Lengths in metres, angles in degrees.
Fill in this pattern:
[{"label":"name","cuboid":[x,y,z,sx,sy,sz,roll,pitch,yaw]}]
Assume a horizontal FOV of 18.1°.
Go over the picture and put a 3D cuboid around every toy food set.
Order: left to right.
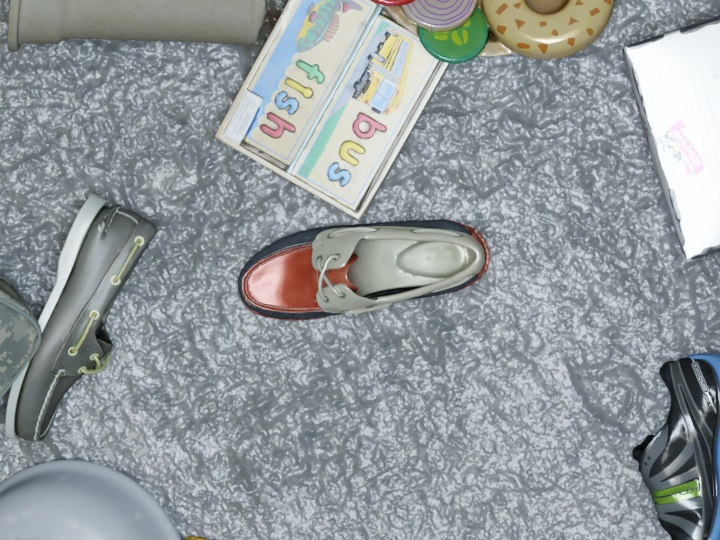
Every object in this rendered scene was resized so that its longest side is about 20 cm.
[{"label":"toy food set","cuboid":[0.091,-0.252,1.681,0.197,0.049,0.201,0,85,0]}]

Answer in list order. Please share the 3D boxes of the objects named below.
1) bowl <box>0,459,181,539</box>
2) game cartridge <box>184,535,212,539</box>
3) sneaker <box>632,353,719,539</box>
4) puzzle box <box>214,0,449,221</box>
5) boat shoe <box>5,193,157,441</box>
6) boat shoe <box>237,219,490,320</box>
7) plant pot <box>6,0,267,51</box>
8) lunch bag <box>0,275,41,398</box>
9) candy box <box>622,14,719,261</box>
[{"label":"bowl","cuboid":[-0.237,0.251,1.734,0.200,0.090,0.202,1,93,14]},{"label":"game cartridge","cuboid":[-0.076,0.325,1.771,0.176,0.032,0.201,14,98,4]},{"label":"sneaker","cuboid":[0.247,0.161,1.712,0.082,0.071,0.200,8,96,21]},{"label":"puzzle box","cuboid":[-0.007,-0.155,1.726,0.133,0.025,0.200,29,96,2]},{"label":"boat shoe","cuboid":[-0.218,0.045,1.739,0.060,0.072,0.202,22,97,1]},{"label":"boat shoe","cuboid":[0.000,0.000,1.720,0.199,0.063,0.071,-7,96,7]},{"label":"plant pot","cuboid":[-0.154,-0.247,1.663,0.183,0.200,0.201,9,95,-6]},{"label":"lunch bag","cuboid":[-0.362,0.055,1.716,0.139,0.168,0.200,33,97,-35]},{"label":"candy box","cuboid":[0.312,-0.116,1.675,0.199,0.072,0.168,-16,93,6]}]
